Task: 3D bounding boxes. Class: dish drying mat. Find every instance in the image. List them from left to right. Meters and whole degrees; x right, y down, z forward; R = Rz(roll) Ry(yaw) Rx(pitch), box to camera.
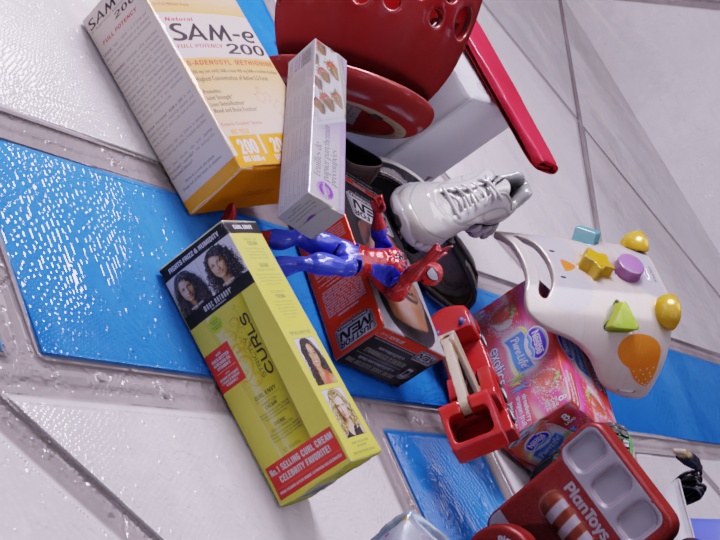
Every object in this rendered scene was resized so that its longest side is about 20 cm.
[{"bbox_3d":[0.156,-0.195,1.396,0.200,0.018,0.077,62,22,15],"label":"dish drying mat"}]

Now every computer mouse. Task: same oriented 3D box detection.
[{"bbox_3d":[0.275,0.224,1.310,0.200,0.140,0.046,36,24,-39],"label":"computer mouse"}]

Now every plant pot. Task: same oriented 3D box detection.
[{"bbox_3d":[0.009,-0.234,1.251,0.200,0.200,0.183,22,81,-53],"label":"plant pot"}]

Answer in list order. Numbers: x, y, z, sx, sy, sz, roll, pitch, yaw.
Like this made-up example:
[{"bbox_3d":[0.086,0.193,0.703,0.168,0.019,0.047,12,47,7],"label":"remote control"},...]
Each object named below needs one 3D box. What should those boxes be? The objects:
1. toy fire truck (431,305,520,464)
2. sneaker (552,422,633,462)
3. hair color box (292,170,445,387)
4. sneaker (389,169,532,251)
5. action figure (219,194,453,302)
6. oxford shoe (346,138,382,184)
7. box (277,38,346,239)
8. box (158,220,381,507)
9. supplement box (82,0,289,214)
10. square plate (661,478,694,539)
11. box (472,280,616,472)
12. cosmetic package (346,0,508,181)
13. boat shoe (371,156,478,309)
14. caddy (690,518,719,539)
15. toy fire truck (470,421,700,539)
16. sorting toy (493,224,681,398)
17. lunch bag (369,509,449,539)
[{"bbox_3d":[0.099,0.103,1.201,0.141,0.049,0.200,55,15,-52],"label":"toy fire truck"},{"bbox_3d":[0.223,0.241,1.229,0.085,0.078,0.200,44,54,-50],"label":"sneaker"},{"bbox_3d":[0.000,0.000,1.180,0.101,0.061,0.200,27,35,-49],"label":"hair color box"},{"bbox_3d":[0.102,-0.070,1.292,0.200,0.081,0.075,-15,80,-53],"label":"sneaker"},{"bbox_3d":[-0.007,-0.026,1.060,0.200,0.099,0.065,12,46,-27],"label":"action figure"},{"bbox_3d":[-0.063,-0.137,1.227,0.200,0.073,0.071,33,31,-36],"label":"oxford shoe"},{"bbox_3d":[-0.039,-0.114,1.067,0.039,0.041,0.200,32,38,-29],"label":"box"},{"bbox_3d":[-0.068,0.066,0.933,0.200,0.075,0.050,61,25,13],"label":"box"},{"bbox_3d":[-0.131,-0.154,1.093,0.126,0.074,0.200,-13,69,-56],"label":"supplement box"},{"bbox_3d":[0.265,0.323,1.151,0.028,0.200,0.198,9,32,-1],"label":"square plate"},{"bbox_3d":[0.195,0.116,1.365,0.100,0.095,0.200,40,26,-31],"label":"box"},{"bbox_3d":[0.046,-0.219,1.448,0.200,0.166,0.167,62,23,14],"label":"cosmetic package"},{"bbox_3d":[0.059,-0.035,1.343,0.200,0.074,0.060,52,16,-29],"label":"boat shoe"},{"bbox_3d":[0.342,0.345,1.301,0.141,0.105,0.200,45,45,-39],"label":"caddy"},{"bbox_3d":[0.198,0.249,1.065,0.112,0.168,0.200,17,33,-56],"label":"toy fire truck"},{"bbox_3d":[0.228,0.017,1.356,0.180,0.107,0.200,13,40,-30],"label":"sorting toy"},{"bbox_3d":[0.058,0.285,0.810,0.200,0.127,0.170,39,23,-11],"label":"lunch bag"}]
